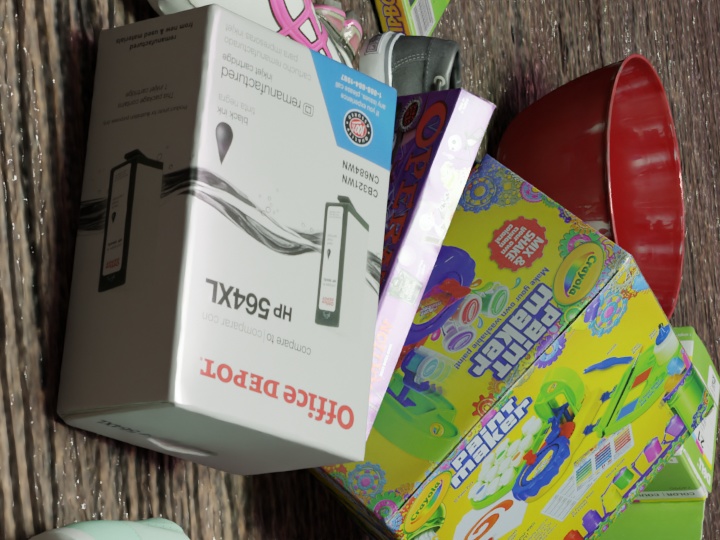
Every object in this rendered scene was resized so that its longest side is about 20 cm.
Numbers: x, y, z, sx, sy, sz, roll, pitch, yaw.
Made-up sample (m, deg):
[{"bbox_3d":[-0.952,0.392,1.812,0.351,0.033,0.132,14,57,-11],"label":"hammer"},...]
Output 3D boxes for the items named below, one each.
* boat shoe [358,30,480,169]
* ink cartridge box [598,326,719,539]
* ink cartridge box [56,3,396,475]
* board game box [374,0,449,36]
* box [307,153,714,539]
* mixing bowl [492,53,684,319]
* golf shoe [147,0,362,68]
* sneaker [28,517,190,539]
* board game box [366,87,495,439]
[{"bbox_3d":[0.051,-0.050,1.491,0.070,0.066,0.200,-58,142,-55],"label":"boat shoe"},{"bbox_3d":[0.165,0.146,1.773,0.076,0.148,0.200,57,35,-49],"label":"ink cartridge box"},{"bbox_3d":[-0.063,-0.010,1.258,0.146,0.084,0.200,21,68,-47],"label":"ink cartridge box"},{"bbox_3d":[0.045,-0.231,1.707,0.200,0.030,0.096,-59,140,-51],"label":"board game box"},{"bbox_3d":[0.076,0.078,1.469,0.200,0.122,0.193,-46,145,-7],"label":"box"},{"bbox_3d":[0.159,-0.053,1.851,0.200,0.108,0.200,-5,90,-69],"label":"mixing bowl"},{"bbox_3d":[-0.052,-0.115,1.363,0.200,0.073,0.092,29,57,-60],"label":"golf shoe"},{"bbox_3d":[-0.097,0.212,1.191,0.118,0.074,0.201,-8,91,-62],"label":"sneaker"},{"bbox_3d":[0.000,0.000,1.361,0.032,0.120,0.200,27,77,-28],"label":"board game box"}]
